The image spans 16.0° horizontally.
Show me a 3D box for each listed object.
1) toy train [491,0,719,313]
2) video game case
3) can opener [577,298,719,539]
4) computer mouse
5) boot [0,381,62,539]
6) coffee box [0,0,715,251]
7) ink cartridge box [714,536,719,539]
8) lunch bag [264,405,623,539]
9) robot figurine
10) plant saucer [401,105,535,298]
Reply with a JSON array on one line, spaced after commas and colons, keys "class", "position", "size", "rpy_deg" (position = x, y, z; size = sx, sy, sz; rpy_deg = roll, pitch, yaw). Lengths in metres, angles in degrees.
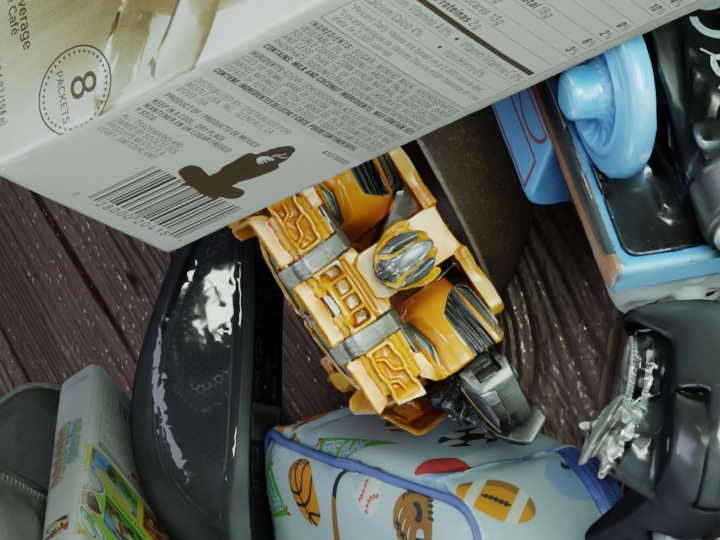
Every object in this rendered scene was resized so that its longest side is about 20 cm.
[{"class": "toy train", "position": [0.071, -0.078, 0.712], "size": [0.114, 0.086, 0.201], "rpy_deg": [106, 149, -57]}, {"class": "video game case", "position": [-0.055, 0.152, 0.992], "size": [0.200, 0.023, 0.182], "rpy_deg": [53, -168, -21]}, {"class": "can opener", "position": [0.091, 0.057, 0.727], "size": [0.200, 0.078, 0.064], "rpy_deg": [114, 173, -72]}, {"class": "computer mouse", "position": [-0.059, 0.022, 0.997], "size": [0.139, 0.052, 0.202], "rpy_deg": [56, -145, -78]}, {"class": "boot", "position": [-0.145, 0.092, 1.011], "size": [0.073, 0.200, 0.182], "rpy_deg": [-49, 57, 10]}, {"class": "coffee box", "position": [0.001, -0.099, 0.636], "size": [0.199, 0.080, 0.115], "rpy_deg": [-24, 62, 26]}, {"class": "ink cartridge box", "position": [0.096, 0.153, 0.677], "size": [0.115, 0.067, 0.201], "rpy_deg": [135, 137, -57]}, {"class": "lunch bag", "position": [0.032, 0.132, 0.918], "size": [0.200, 0.075, 0.161], "rpy_deg": [-165, 64, -65]}, {"class": "robot figurine", "position": [0.000, 0.000, 0.843], "size": [0.145, 0.058, 0.200], "rpy_deg": [56, 177, -3]}, {"class": "plant saucer", "position": [0.004, -0.080, 0.851], "size": [0.201, 0.034, 0.200], "rpy_deg": [59, 177, 5]}]
